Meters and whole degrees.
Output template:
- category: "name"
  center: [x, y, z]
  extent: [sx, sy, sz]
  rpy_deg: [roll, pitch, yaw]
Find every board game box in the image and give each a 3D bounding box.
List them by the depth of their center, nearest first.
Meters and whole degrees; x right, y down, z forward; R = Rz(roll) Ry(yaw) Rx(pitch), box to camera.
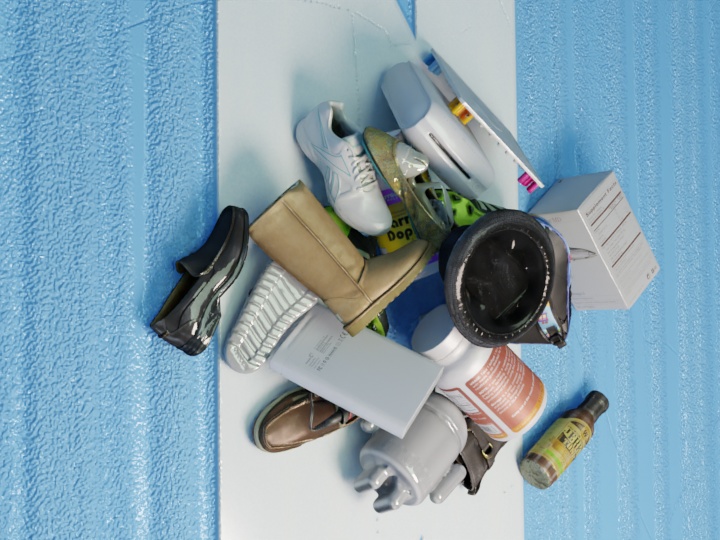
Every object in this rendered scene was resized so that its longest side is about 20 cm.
- category: "board game box"
  center: [0.181, -0.223, 1.656]
  extent: [0.026, 0.201, 0.200]
  rpy_deg: [-40, 120, 15]

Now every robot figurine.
- category: "robot figurine"
  center: [0.076, 0.251, 1.573]
  extent: [0.170, 0.113, 0.200]
  rpy_deg: [47, 59, -8]

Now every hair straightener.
- category: "hair straightener"
  center: [-0.005, 0.158, 1.492]
  extent: [0.199, 0.077, 0.041]
  rpy_deg: [-30, 147, -39]

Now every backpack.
- category: "backpack"
  center: [0.220, 0.001, 1.624]
  extent: [0.135, 0.180, 0.202]
  rpy_deg: [-77, 165, -60]

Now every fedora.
- category: "fedora"
  center: [0.169, 0.001, 1.495]
  extent: [0.199, 0.091, 0.203]
  rpy_deg: [-14, 117, -29]

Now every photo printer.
- category: "photo printer"
  center: [0.111, -0.197, 1.581]
  extent: [0.069, 0.201, 0.166]
  rpy_deg: [-39, 119, 13]

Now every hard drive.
- category: "hard drive"
  center: [-0.004, 0.129, 1.472]
  extent: [0.132, 0.198, 0.027]
  rpy_deg: [-51, 162, -46]

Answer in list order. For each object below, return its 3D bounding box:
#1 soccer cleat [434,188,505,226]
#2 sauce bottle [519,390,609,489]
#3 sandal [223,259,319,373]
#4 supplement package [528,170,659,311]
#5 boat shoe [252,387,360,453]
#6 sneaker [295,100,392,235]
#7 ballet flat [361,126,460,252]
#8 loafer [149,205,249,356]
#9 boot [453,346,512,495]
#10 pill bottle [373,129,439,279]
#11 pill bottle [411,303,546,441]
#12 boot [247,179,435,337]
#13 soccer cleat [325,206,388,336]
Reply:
- category: "soccer cleat"
  center: [0.174, -0.079, 1.703]
  extent: [0.198, 0.081, 0.068]
  rpy_deg: [13, 91, -15]
- category: "sauce bottle"
  center: [0.337, 0.270, 1.810]
  extent: [0.200, 0.064, 0.065]
  rpy_deg: [-42, 112, -32]
- category: "sandal"
  center: [-0.117, 0.045, 1.478]
  extent: [0.082, 0.050, 0.203]
  rpy_deg: [42, 75, -11]
- category: "supplement package"
  center: [0.384, -0.047, 1.831]
  extent: [0.117, 0.116, 0.201]
  rpy_deg: [-44, 113, -31]
- category: "boat shoe"
  center: [-0.051, 0.188, 1.500]
  extent: [0.201, 0.074, 0.076]
  rpy_deg: [-24, 102, -36]
- category: "sneaker"
  center: [-0.015, -0.139, 1.503]
  extent: [0.070, 0.080, 0.201]
  rpy_deg: [-25, 79, -41]
- category: "ballet flat"
  center: [0.075, -0.116, 1.495]
  extent: [0.071, 0.070, 0.201]
  rpy_deg: [-42, 111, -32]
- category: "loafer"
  center: [-0.199, 0.003, 1.400]
  extent: [0.072, 0.073, 0.202]
  rpy_deg: [29, 69, -29]
- category: "boot"
  center: [0.181, 0.217, 1.687]
  extent: [0.174, 0.069, 0.202]
  rpy_deg: [-37, 112, -34]
- category: "pill bottle"
  center: [0.059, -0.093, 1.585]
  extent: [0.104, 0.104, 0.202]
  rpy_deg: [-30, 105, -35]
- category: "pill bottle"
  center: [0.165, 0.141, 1.567]
  extent: [0.200, 0.112, 0.113]
  rpy_deg: [45, 62, -26]
- category: "boot"
  center: [-0.021, -0.039, 1.454]
  extent: [0.175, 0.066, 0.200]
  rpy_deg: [-44, 97, -13]
- category: "soccer cleat"
  center: [0.000, 0.000, 1.549]
  extent: [0.081, 0.067, 0.202]
  rpy_deg: [-34, 105, -34]
